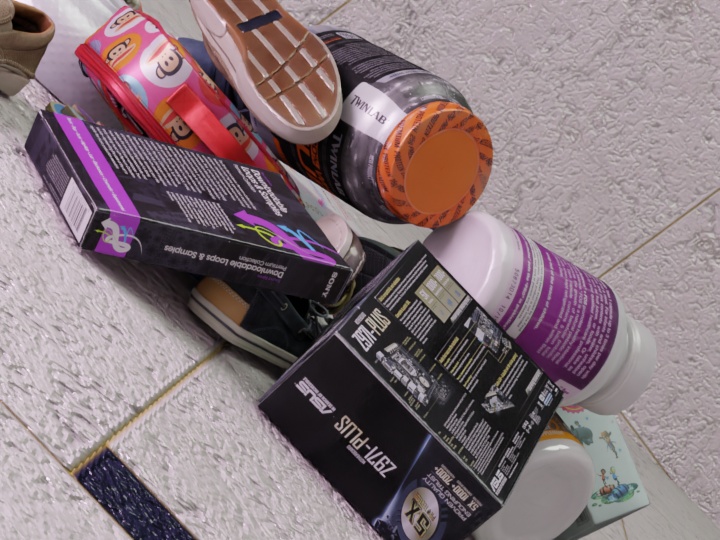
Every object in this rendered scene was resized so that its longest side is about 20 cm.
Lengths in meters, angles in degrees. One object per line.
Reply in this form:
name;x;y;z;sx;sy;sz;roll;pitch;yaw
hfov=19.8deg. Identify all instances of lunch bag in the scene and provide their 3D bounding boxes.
lunch bag;-0.128;-0.109;1.624;0.200;0.082;0.176;50;-5;-29

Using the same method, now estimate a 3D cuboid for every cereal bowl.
cereal bowl;-0.244;-0.210;1.745;0.200;0.083;0.200;47;5;-6

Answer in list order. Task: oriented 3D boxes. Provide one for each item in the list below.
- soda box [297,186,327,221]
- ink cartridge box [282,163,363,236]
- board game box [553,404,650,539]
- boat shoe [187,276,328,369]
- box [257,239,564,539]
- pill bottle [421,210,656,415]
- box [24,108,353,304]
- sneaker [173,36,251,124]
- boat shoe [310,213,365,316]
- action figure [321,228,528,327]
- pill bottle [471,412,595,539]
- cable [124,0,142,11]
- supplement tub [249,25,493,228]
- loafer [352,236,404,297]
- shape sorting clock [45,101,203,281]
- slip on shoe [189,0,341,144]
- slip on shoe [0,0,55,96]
soda box;-0.080;-0.044;1.841;0.064;0.068;0.200;49;7;18
ink cartridge box;-0.073;-0.069;2.049;0.200;0.067;0.117;42;8;-36
board game box;0.161;0.134;1.792;0.200;0.064;0.148;67;-23;10
boat shoe;-0.063;0.029;1.515;0.075;0.062;0.200;38;3;21
box;0.041;0.091;1.453;0.164;0.086;0.200;46;26;-2
pill bottle;0.138;0.041;1.624;0.200;0.112;0.112;28;15;-33
box;-0.118;-0.042;1.411;0.200;0.036;0.143;12;24;-31
sneaker;-0.102;-0.136;1.797;0.202;0.146;0.077;89;3;-69
boat shoe;-0.036;0.003;1.621;0.060;0.072;0.200;42;-18;-14
action figure;0.073;0.033;1.821;0.149;0.200;0.134;57;24;-27
pill bottle;0.098;0.130;1.704;0.116;0.116;0.200;39;9;-47
cable;-0.211;-0.215;1.912;0.097;0.050;0.200;27;-12;20
supplement tub;0.009;-0.112;1.627;0.123;0.123;0.200;41;-5;-39
loafer;0.000;0.000;1.733;0.200;0.072;0.063;14;18;42
shape sorting clock;-0.159;-0.059;1.557;0.200;0.039;0.200;46;6;-6
slip on shoe;-0.075;-0.159;1.594;0.200;0.076;0.061;52;-27;34
slip on shoe;-0.273;-0.175;1.435;0.076;0.061;0.200;49;7;20
